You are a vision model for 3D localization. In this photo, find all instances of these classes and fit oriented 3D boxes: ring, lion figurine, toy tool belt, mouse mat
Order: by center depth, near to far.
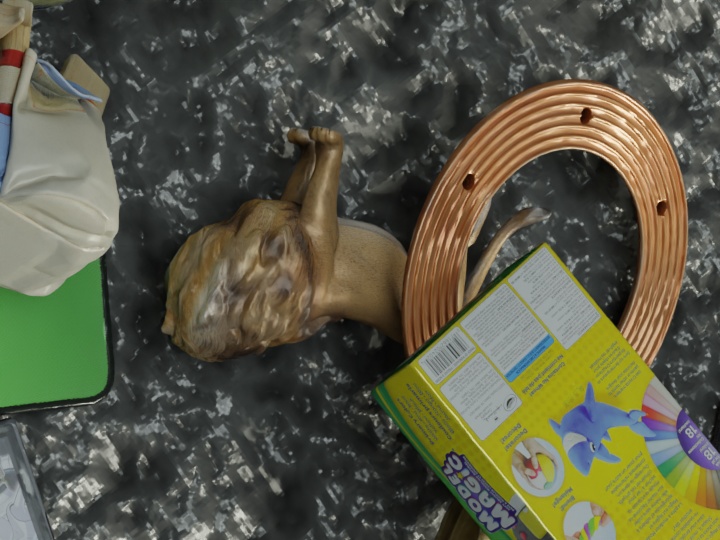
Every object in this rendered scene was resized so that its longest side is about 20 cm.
[{"bbox_3d":[-0.198,-0.078,1.291,0.199,0.125,0.124,25,49,-33],"label":"toy tool belt"},{"bbox_3d":[-0.207,-0.008,1.343,0.199,0.008,0.162,-5,91,-35],"label":"mouse mat"},{"bbox_3d":[0.000,0.000,1.419,0.199,0.072,0.123,14,87,-24],"label":"lion figurine"},{"bbox_3d":[0.093,0.000,1.449,0.200,0.019,0.202,-14,112,-37],"label":"ring"}]

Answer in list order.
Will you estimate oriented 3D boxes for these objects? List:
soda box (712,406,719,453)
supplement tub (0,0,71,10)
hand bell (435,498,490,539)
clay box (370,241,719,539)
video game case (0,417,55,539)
[{"bbox_3d":[0.213,0.173,1.504,0.063,0.070,0.201,15,83,-22],"label":"soda box"},{"bbox_3d":[-0.137,-0.199,1.293,0.144,0.200,0.146,0,89,-23],"label":"supplement tub"},{"bbox_3d":[0.136,0.178,1.426,0.199,0.104,0.105,21,81,-8],"label":"hand bell"},{"bbox_3d":[0.110,0.099,1.369,0.200,0.048,0.115,52,53,-1],"label":"clay box"},{"bbox_3d":[-0.226,0.185,1.326,0.199,0.025,0.182,-18,87,-24],"label":"video game case"}]
